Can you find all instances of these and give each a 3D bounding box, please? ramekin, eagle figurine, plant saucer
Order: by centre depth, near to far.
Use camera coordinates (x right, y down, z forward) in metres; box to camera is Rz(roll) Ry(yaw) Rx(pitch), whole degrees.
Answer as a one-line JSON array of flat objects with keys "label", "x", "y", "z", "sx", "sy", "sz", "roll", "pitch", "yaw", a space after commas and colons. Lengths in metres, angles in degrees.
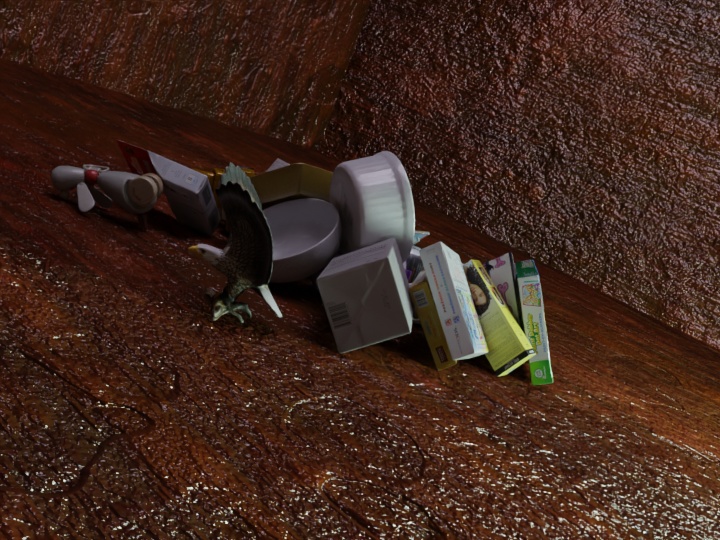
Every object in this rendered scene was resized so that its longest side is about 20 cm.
[{"label": "eagle figurine", "x": -0.171, "y": -0.032, "z": 1.169, "sx": 0.150, "sy": 0.204, "sz": 0.150, "roll": 27, "pitch": 12, "yaw": 29}, {"label": "ramekin", "x": 0.015, "y": -0.106, "z": 1.475, "sx": 0.095, "sy": 0.206, "sz": 0.200, "roll": -9, "pitch": 22, "yaw": -18}, {"label": "plant saucer", "x": -0.136, "y": -0.147, "z": 1.594, "sx": 0.196, "sy": 0.050, "sz": 0.198, "roll": -12, "pitch": -10, "yaw": 30}]

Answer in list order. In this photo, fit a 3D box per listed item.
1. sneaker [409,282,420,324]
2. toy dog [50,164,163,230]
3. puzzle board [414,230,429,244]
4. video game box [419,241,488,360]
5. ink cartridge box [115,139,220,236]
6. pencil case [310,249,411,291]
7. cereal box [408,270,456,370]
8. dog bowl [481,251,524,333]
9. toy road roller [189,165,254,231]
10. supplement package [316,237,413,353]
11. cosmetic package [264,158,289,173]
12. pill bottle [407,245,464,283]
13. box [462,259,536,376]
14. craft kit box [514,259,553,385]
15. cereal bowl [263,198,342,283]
[{"label": "sneaker", "x": 0.144, "y": 0.085, "z": 1.581, "sx": 0.197, "sy": 0.078, "sz": 0.080, "roll": 22, "pitch": 18, "yaw": 33}, {"label": "toy dog", "x": -0.438, "y": -0.127, "z": 1.452, "sx": 0.195, "sy": 0.099, "sz": 0.131, "roll": 10, "pitch": 10, "yaw": 19}, {"label": "puzzle board", "x": 0.041, "y": -0.055, "z": 1.827, "sx": 0.147, "sy": 0.018, "sz": 0.199, "roll": 4, "pitch": -17, "yaw": -28}, {"label": "video game box", "x": 0.160, "y": 0.056, "z": 1.385, "sx": 0.046, "sy": 0.186, "sz": 0.200, "roll": -21, "pitch": -10, "yaw": 12}, {"label": "ink cartridge box", "x": -0.369, "y": -0.156, "z": 1.562, "sx": 0.196, "sy": 0.048, "sz": 0.161, "roll": 22, "pitch": -23, "yaw": 10}, {"label": "pencil case", "x": 0.000, "y": 0.000, "z": 1.569, "sx": 0.196, "sy": 0.086, "sz": 0.086, "roll": -4, "pitch": 33, "yaw": -32}, {"label": "cereal box", "x": 0.134, "y": 0.077, "z": 1.437, "sx": 0.039, "sy": 0.147, "sz": 0.200, "roll": -20, "pitch": 5, "yaw": 13}, {"label": "dog bowl", "x": 0.273, "y": 0.070, "z": 1.598, "sx": 0.072, "sy": 0.206, "sz": 0.200, "roll": -8, "pitch": 7, "yaw": 11}, {"label": "toy road roller", "x": -0.296, "y": -0.158, "z": 1.733, "sx": 0.142, "sy": 0.126, "sz": 0.200, "roll": 6, "pitch": 10, "yaw": -14}, {"label": "supplement package", "x": 0.013, "y": 0.035, "z": 1.312, "sx": 0.117, "sy": 0.124, "sz": 0.200, "roll": -17, "pitch": 8, "yaw": 8}, {"label": "cosmetic package", "x": -0.149, "y": -0.149, "z": 1.832, "sx": 0.050, "sy": 0.083, "sz": 0.201, "roll": 32, "pitch": -15, "yaw": 43}, {"label": "pill bottle", "x": 0.134, "y": 0.008, "z": 1.804, "sx": 0.196, "sy": 0.108, "sz": 0.106, "roll": 20, "pitch": 11, "yaw": -13}, {"label": "box", "x": 0.231, "y": 0.084, "z": 1.490, "sx": 0.202, "sy": 0.075, "sz": 0.050, "roll": 59, "pitch": 23, "yaw": 16}, {"label": "craft kit box", "x": 0.329, "y": 0.093, "z": 1.571, "sx": 0.047, "sy": 0.203, "sz": 0.200, "roll": -11, "pitch": 6, "yaw": 10}, {"label": "cereal bowl", "x": -0.123, "y": -0.042, "z": 1.477, "sx": 0.195, "sy": 0.085, "sz": 0.202, "roll": -10, "pitch": 35, "yaw": 7}]
